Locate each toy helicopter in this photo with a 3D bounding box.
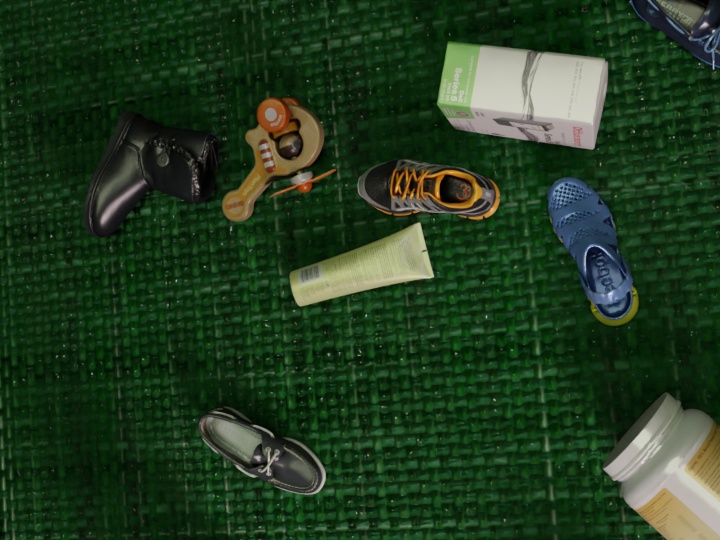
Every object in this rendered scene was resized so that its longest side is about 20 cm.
[{"bbox_3d":[-0.124,-0.143,1.268,0.132,0.079,0.200,44,109,5],"label":"toy helicopter"}]

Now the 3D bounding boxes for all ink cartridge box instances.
[{"bbox_3d":[0.210,-0.223,1.131,0.196,0.145,0.086,11,89,16],"label":"ink cartridge box"}]

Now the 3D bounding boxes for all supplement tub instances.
[{"bbox_3d":[0.403,0.258,1.046,0.200,0.144,0.145,42,97,14],"label":"supplement tub"}]

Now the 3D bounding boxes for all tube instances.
[{"bbox_3d":[0.000,0.000,1.229,0.196,0.052,0.059,-18,123,10],"label":"tube"}]

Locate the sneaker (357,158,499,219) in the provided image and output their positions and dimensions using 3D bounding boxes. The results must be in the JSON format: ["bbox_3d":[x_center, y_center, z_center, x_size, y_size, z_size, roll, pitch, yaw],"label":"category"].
[{"bbox_3d":[0.088,-0.114,1.194,0.196,0.077,0.080,5,89,17],"label":"sneaker"}]

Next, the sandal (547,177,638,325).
[{"bbox_3d":[0.298,-0.029,1.126,0.079,0.087,0.203,-28,78,14],"label":"sandal"}]

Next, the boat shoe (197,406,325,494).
[{"bbox_3d":[-0.143,0.258,1.240,0.197,0.060,0.077,22,92,16],"label":"boat shoe"}]

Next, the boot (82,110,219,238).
[{"bbox_3d":[-0.306,-0.126,1.302,0.165,0.076,0.204,19,85,19],"label":"boot"}]

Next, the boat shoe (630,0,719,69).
[{"bbox_3d":[0.430,-0.310,1.115,0.197,0.069,0.085,25,93,15],"label":"boat shoe"}]
